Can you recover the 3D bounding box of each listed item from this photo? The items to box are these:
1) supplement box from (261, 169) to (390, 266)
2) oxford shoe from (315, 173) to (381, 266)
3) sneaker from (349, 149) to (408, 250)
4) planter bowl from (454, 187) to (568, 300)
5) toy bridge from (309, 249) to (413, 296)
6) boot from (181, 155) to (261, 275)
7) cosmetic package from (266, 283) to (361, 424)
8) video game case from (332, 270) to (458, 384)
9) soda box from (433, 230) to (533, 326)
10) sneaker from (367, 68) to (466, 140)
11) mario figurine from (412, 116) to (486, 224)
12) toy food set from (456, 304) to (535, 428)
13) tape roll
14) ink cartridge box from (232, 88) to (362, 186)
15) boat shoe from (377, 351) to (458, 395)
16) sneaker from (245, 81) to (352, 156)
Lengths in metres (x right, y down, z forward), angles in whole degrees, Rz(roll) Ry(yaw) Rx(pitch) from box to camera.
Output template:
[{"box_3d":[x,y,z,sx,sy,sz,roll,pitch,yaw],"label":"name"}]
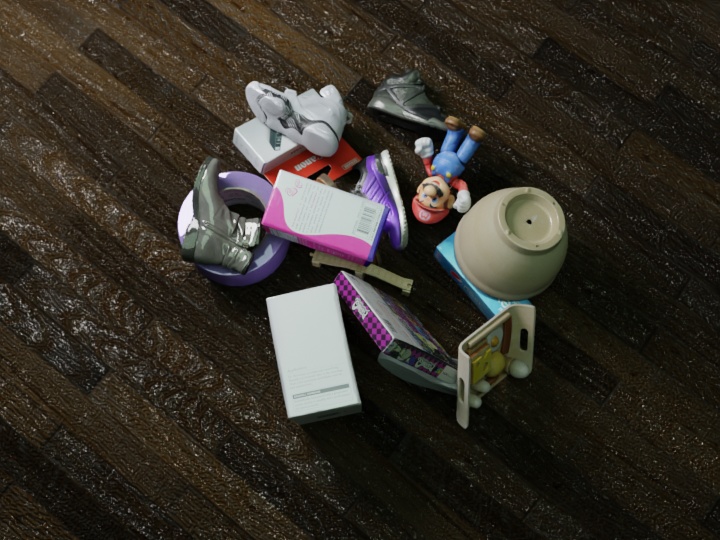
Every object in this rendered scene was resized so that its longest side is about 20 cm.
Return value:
[{"box_3d":[-0.061,-0.088,1.317,0.199,0.103,0.101,19,84,-2],"label":"supplement box"},{"box_3d":[-0.036,-0.079,1.404,0.071,0.071,0.200,-39,91,-15],"label":"oxford shoe"},{"box_3d":[0.030,-0.124,1.433,0.099,0.070,0.201,-13,72,4],"label":"sneaker"},{"box_3d":[0.277,-0.064,1.321,0.200,0.135,0.201,3,67,-7],"label":"planter bowl"},{"box_3d":[0.000,0.000,1.396,0.199,0.067,0.027,18,76,4],"label":"toy bridge"},{"box_3d":[-0.235,-0.096,1.344,0.130,0.068,0.201,10,83,-2],"label":"boot"},{"box_3d":[-0.076,0.149,1.288,0.123,0.199,0.201,-11,75,-3],"label":"cosmetic package"},{"box_3d":[0.060,0.095,1.274,0.036,0.181,0.200,-52,42,11],"label":"video game case"},{"box_3d":[0.225,0.019,1.392,0.068,0.064,0.200,-38,79,-9],"label":"soda box"},{"box_3d":[0.125,-0.327,1.476,0.199,0.076,0.114,24,83,12],"label":"sneaker"},{"box_3d":[0.154,-0.180,1.394,0.106,0.123,0.200,20,97,-32],"label":"mario figurine"},{"box_3d":[0.233,0.160,1.280,0.060,0.144,0.200,21,36,37],"label":"toy food set"},{"box_3d":[-0.232,-0.077,1.408,0.199,0.085,0.201,0,75,-1],"label":"tape roll"},{"box_3d":[-0.112,-0.238,1.437,0.200,0.044,0.174,-35,76,-30],"label":"ink cartridge box"},{"box_3d":[0.130,0.171,1.357,0.200,0.072,0.071,21,68,-5],"label":"boat shoe"},{"box_3d":[-0.110,-0.305,1.409,0.200,0.075,0.115,33,56,-4],"label":"sneaker"}]
